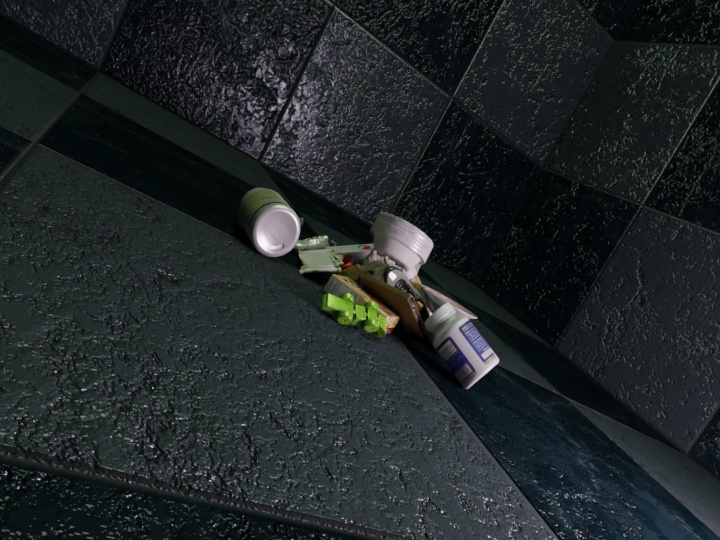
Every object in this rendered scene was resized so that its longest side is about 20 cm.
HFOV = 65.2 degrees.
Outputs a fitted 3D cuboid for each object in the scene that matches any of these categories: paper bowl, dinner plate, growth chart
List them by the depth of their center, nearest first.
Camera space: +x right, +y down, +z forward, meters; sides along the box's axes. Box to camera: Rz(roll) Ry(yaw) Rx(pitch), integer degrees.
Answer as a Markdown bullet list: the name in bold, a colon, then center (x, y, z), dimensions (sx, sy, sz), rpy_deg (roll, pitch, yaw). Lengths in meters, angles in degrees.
- **growth chart**: center (-0.117, -0.031, 1.647), dimensions (0.139, 0.018, 0.201), rpy_deg (-1, 19, -9)
- **paper bowl**: center (0.117, -0.080, 1.716), dimensions (0.196, 0.107, 0.201), rpy_deg (29, -6, 3)
- **dinner plate**: center (0.268, 0.102, 1.721), dimensions (0.196, 0.025, 0.200), rpy_deg (30, 7, -4)

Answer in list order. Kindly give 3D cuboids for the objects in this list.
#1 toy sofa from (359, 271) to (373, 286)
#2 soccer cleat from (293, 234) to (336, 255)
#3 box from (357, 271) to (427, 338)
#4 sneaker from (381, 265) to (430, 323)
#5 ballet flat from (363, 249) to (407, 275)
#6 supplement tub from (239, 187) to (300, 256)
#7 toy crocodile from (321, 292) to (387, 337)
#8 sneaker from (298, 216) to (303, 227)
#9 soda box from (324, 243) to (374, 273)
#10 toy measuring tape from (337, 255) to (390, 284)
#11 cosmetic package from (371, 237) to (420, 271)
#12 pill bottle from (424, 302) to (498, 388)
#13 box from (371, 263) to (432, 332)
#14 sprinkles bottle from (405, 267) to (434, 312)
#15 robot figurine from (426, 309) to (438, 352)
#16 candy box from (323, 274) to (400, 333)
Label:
- **toy sofa**: center (0.053, 0.056, 1.762), dimensions (0.097, 0.084, 0.198), rpy_deg (38, 12, 23)
- **soccer cleat**: center (-0.151, -0.083, 1.800), dimensions (0.069, 0.088, 0.198), rpy_deg (36, 10, 32)
- **box**: center (0.087, 0.092, 1.545), dimensions (0.197, 0.021, 0.166), rpy_deg (27, -28, 42)
- **sneaker**: center (0.132, 0.069, 1.547), dimensions (0.202, 0.074, 0.079), rpy_deg (53, -17, -18)
- **ballet flat**: center (0.097, 0.010, 1.702), dimensions (0.197, 0.073, 0.072), rpy_deg (35, 9, -6)
- **supplement tub**: center (-0.259, -0.141, 1.566), dimensions (0.142, 0.148, 0.200), rpy_deg (24, 12, -33)
- **toy crocodile**: center (-0.013, 0.109, 1.376), dimensions (0.195, 0.062, 0.070), rpy_deg (21, 48, -28)
- **sneaker**: center (-0.267, -0.182, 1.906), dimensions (0.141, 0.079, 0.204), rpy_deg (16, 25, -20)
- **soda box**: center (-0.017, -0.040, 1.810), dimensions (0.192, 0.071, 0.064), rpy_deg (-4, 22, -18)
- **toy measuring tape**: center (0.000, 0.000, 1.631), dimensions (0.074, 0.194, 0.075), rpy_deg (56, 20, -34)
- **cosmetic package**: center (0.116, -0.036, 2.043), dimensions (0.163, 0.171, 0.200), rpy_deg (26, -4, -10)
- **pill bottle**: center (0.260, 0.192, 1.479), dimensions (0.202, 0.119, 0.119), rpy_deg (54, 16, 15)
- **box**: center (0.113, 0.081, 1.625), dimensions (0.201, 0.082, 0.068), rpy_deg (48, -16, -13)
- **sprinkles bottle**: center (0.182, 0.089, 1.782), dimensions (0.205, 0.066, 0.068), rpy_deg (64, 5, -9)
- **robot figurine**: center (0.256, 0.187, 1.663), dimensions (0.164, 0.116, 0.200), rpy_deg (20, 12, -12)
- **candy box**: center (0.005, 0.090, 1.522), dimensions (0.197, 0.056, 0.115), rpy_deg (36, 8, 21)
